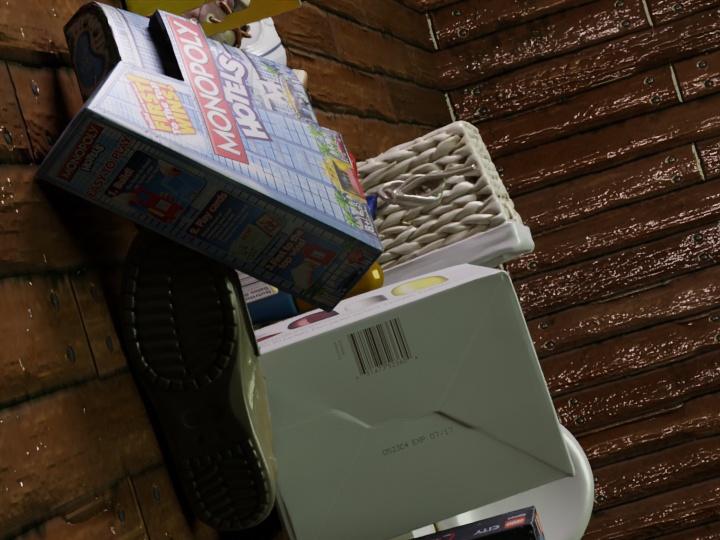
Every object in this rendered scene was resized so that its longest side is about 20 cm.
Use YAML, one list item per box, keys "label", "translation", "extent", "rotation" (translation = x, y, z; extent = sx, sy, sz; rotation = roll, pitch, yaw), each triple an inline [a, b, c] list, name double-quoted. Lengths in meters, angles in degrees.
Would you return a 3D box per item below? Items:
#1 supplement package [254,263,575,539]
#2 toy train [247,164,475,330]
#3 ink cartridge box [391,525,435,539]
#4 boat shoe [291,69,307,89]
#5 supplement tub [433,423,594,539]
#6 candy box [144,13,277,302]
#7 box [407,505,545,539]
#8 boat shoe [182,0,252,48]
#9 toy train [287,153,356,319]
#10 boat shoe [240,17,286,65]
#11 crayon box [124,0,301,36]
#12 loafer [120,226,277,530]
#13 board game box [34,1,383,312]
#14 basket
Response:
- label: "supplement package"
  translation: [0.020, 0.092, 1.593]
  extent: [0.200, 0.191, 0.147]
  rotation: [-166, -122, -85]
- label: "toy train"
  translation: [0.000, 0.000, 1.735]
  extent: [0.085, 0.200, 0.116]
  rotation: [-67, 144, -76]
- label: "ink cartridge box"
  translation: [0.030, 0.243, 1.876]
  extent: [0.115, 0.068, 0.200]
  rotation: [-60, 132, -78]
- label: "boat shoe"
  translation: [-0.085, -0.114, 1.821]
  extent: [0.200, 0.069, 0.074]
  rotation: [-75, 179, -68]
- label: "supplement tub"
  translation: [0.103, 0.188, 2.025]
  extent: [0.200, 0.145, 0.145]
  rotation: [171, -98, -75]
- label: "candy box"
  translation: [-0.119, -0.068, 1.583]
  extent: [0.200, 0.055, 0.116]
  rotation: [57, 19, -58]
- label: "box"
  translation: [0.035, 0.242, 1.490]
  extent: [0.038, 0.200, 0.137]
  rotation: [-59, 132, -77]
- label: "boat shoe"
  translation: [-0.117, -0.191, 1.761]
  extent: [0.072, 0.072, 0.200]
  rotation: [62, 15, -51]
- label: "toy train"
  translation: [-0.039, -0.040, 1.915]
  extent: [0.200, 0.084, 0.116]
  rotation: [-92, 173, -59]
- label: "boat shoe"
  translation: [-0.105, -0.189, 1.861]
  extent: [0.200, 0.073, 0.067]
  rotation: [-120, -167, -73]
- label: "crayon box"
  translation: [-0.123, -0.263, 1.696]
  extent: [0.051, 0.127, 0.200]
  rotation: [14, 61, -80]
- label: "loafer"
  translation: [-0.098, 0.060, 1.446]
  extent: [0.067, 0.076, 0.200]
  rotation: [-78, 158, -77]
- label: "board game box"
  translation: [-0.105, -0.086, 1.410]
  extent: [0.200, 0.062, 0.200]
  rotation: [17, 38, -36]
- label: "basket"
  translation: [0.034, -0.037, 2.023]
  extent: [0.136, 0.200, 0.124]
  rotation: [2, 65, -81]
